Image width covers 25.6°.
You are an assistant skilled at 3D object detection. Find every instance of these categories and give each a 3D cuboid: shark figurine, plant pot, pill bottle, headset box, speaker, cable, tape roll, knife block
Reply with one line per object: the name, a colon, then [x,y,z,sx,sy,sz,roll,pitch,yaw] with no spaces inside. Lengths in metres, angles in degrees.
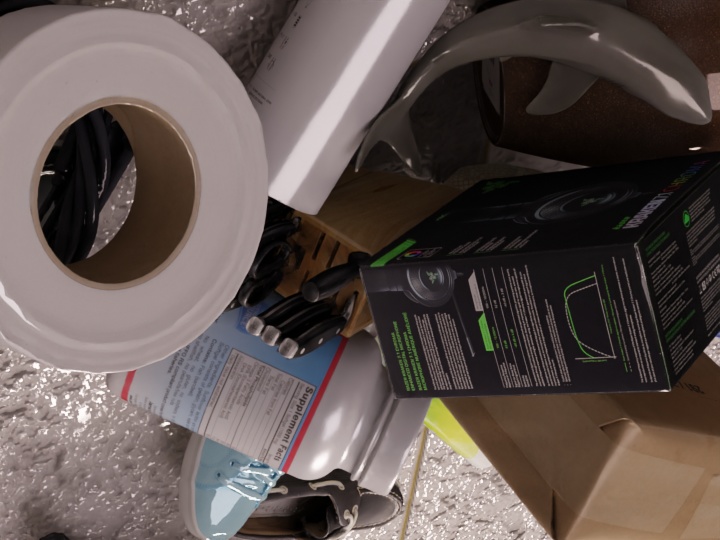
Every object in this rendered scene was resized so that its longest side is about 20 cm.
shark figurine: [0.094,-0.131,0.946,0.214,0.090,0.128,-10,95,9]
plant pot: [0.181,-0.141,1.050,0.200,0.187,0.187,-7,131,-7]
pill bottle: [-0.057,0.070,1.048,0.200,0.109,0.109,24,118,0]
headset box: [0.121,0.002,0.982,0.174,0.200,0.093,-35,114,-51]
speaker: [-0.010,-0.136,0.967,0.081,0.081,0.200,23,103,-42]
cable: [-0.213,-0.062,0.898,0.163,0.051,0.200,39,78,-42]
tape roll: [-0.151,-0.046,0.880,0.202,0.071,0.203,-10,105,-38]
knife block: [0.000,0.000,1.030,0.200,0.176,0.064,12,121,-22]

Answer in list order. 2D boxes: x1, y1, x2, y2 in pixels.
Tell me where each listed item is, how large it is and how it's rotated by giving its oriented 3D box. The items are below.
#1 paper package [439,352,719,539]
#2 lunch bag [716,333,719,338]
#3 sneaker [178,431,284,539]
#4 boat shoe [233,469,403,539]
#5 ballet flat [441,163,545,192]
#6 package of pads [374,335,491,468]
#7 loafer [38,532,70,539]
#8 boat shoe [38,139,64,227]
paper package: [0.185,0.108,1.138,0.200,0.191,0.104,11,115,-37]
lunch bag: [0.333,-0.015,1.264,0.200,0.132,0.136,5,124,-34]
sneaker: [-0.062,0.113,1.133,0.074,0.082,0.200,24,94,-34]
boat shoe: [-0.039,0.187,1.260,0.200,0.060,0.074,18,117,-40]
ballet flat: [0.147,-0.031,1.123,0.200,0.062,0.068,15,91,-1]
package of pads: [0.120,0.050,1.237,0.200,0.068,0.155,-41,135,6]
loafer: [-0.192,0.249,1.215,0.070,0.068,0.201,-27,143,-4]
boat shoe: [-0.250,-0.010,0.961,0.200,0.060,0.076,-31,134,-5]
